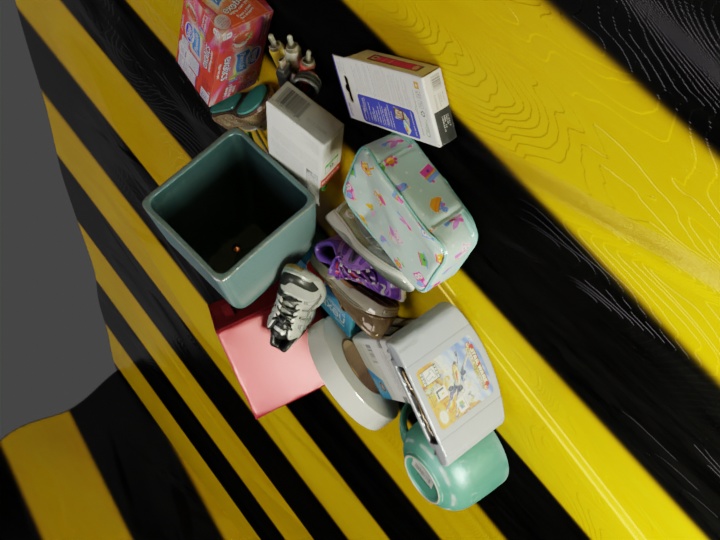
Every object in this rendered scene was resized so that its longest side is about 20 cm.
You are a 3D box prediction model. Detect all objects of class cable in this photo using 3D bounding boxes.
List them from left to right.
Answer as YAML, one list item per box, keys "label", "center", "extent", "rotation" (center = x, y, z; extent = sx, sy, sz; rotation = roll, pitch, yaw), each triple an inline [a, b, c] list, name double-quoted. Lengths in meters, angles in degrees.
- label: "cable"
  center: [-0.085, -0.261, 1.677]
  extent: [0.097, 0.050, 0.201]
  rotation: [29, 159, 21]

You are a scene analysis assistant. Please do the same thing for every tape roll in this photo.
- label: "tape roll"
  center: [-0.011, 0.165, 1.862]
  extent: [0.203, 0.037, 0.203]
  rotation: [49, -163, -21]

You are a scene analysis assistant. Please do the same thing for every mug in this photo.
- label: "mug"
  center: [0.129, 0.290, 1.772]
  extent: [0.185, 0.114, 0.153]
  rotation: [11, 128, 60]

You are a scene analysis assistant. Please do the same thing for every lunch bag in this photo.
- label: "lunch bag"
  center: [0.063, -0.079, 1.519]
  extent: [0.201, 0.077, 0.161]
  rotation: [54, 158, 14]

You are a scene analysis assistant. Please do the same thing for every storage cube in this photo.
- label: "storage cube"
  center: [-0.147, 0.122, 2.000]
  extent: [0.201, 0.178, 0.171]
  rotation: [66, 174, -17]

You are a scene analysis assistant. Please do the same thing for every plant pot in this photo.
- label: "plant pot"
  center: [-0.188, -0.058, 1.787]
  extent: [0.196, 0.196, 0.200]
  rotation: [42, 164, 23]

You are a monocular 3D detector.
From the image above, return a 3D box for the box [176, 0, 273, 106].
- label: "box"
  center: [-0.208, -0.352, 1.719]
  extent: [0.100, 0.095, 0.200]
  rotation: [53, 156, 12]

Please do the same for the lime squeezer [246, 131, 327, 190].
- label: "lime squeezer"
  center: [-0.135, -0.151, 1.844]
  extent: [0.200, 0.038, 0.071]
  rotation: [37, 132, 35]

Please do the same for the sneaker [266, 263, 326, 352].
- label: "sneaker"
  center: [-0.106, 0.066, 1.802]
  extent: [0.075, 0.088, 0.201]
  rotation: [26, 152, 10]

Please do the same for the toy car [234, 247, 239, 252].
- label: "toy car"
  center: [-0.229, -0.101, 2.020]
  extent: [0.149, 0.175, 0.201]
  rotation: [-25, 96, 32]

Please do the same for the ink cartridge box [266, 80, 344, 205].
- label: "ink cartridge box"
  center: [-0.083, -0.184, 1.688]
  extent: [0.109, 0.050, 0.200]
  rotation: [39, 161, 12]

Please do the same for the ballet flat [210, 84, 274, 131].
- label: "ballet flat"
  center: [-0.172, -0.254, 1.823]
  extent: [0.065, 0.071, 0.199]
  rotation: [41, 166, -26]

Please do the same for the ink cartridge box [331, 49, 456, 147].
- label: "ink cartridge box"
  center: [0.040, -0.223, 1.447]
  extent: [0.199, 0.037, 0.095]
  rotation: [25, 140, 50]

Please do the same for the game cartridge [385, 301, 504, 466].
- label: "game cartridge"
  center: [0.125, 0.154, 1.595]
  extent: [0.041, 0.133, 0.201]
  rotation: [4, 123, 63]

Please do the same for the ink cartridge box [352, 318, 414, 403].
- label: "ink cartridge box"
  center: [0.078, 0.140, 1.758]
  extent: [0.200, 0.066, 0.117]
  rotation: [0, 119, 64]

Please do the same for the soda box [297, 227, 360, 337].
- label: "soda box"
  center: [-0.053, 0.010, 1.876]
  extent: [0.200, 0.064, 0.068]
  rotation: [46, 154, 27]

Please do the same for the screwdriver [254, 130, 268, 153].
- label: "screwdriver"
  center: [-0.153, -0.187, 1.891]
  extent: [0.201, 0.029, 0.028]
  rotation: [57, 157, 4]

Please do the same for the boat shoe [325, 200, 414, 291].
- label: "boat shoe"
  center: [0.024, -0.042, 1.635]
  extent: [0.074, 0.065, 0.202]
  rotation: [42, -178, -44]

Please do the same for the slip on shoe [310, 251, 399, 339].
- label: "slip on shoe"
  center: [-0.017, 0.035, 1.778]
  extent: [0.200, 0.076, 0.061]
  rotation: [37, 117, 38]

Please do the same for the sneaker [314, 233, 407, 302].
- label: "sneaker"
  center: [0.000, 0.000, 1.716]
  extent: [0.199, 0.083, 0.081]
  rotation: [28, 128, 50]
